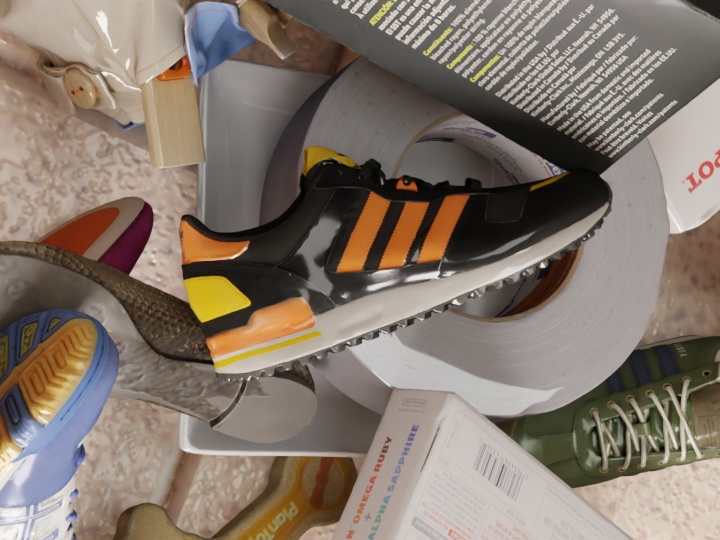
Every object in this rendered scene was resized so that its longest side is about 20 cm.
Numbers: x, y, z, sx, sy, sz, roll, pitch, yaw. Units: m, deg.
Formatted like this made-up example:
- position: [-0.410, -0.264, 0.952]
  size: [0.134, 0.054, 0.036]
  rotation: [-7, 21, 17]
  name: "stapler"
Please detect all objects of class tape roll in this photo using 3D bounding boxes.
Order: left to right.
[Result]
- position: [0.052, -0.023, 0.906]
  size: [0.199, 0.066, 0.201]
  rotation: [3, 80, -18]
  name: "tape roll"

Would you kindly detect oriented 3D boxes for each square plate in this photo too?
- position: [0.000, 0.000, 0.947]
  size: [0.199, 0.028, 0.199]
  rotation: [6, 84, -26]
  name: "square plate"

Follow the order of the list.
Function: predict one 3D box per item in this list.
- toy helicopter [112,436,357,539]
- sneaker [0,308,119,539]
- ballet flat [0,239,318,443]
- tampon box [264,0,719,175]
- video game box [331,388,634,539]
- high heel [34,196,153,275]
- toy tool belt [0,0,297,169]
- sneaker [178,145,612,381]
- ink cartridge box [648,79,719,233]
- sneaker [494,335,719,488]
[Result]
- position: [-0.066, 0.162, 0.899]
  size: [0.200, 0.079, 0.132]
  rotation: [-42, 100, -32]
  name: "toy helicopter"
- position: [-0.154, 0.105, 0.796]
  size: [0.088, 0.075, 0.200]
  rotation: [27, 110, -30]
  name: "sneaker"
- position: [-0.104, 0.029, 0.837]
  size: [0.199, 0.046, 0.067]
  rotation: [22, 121, -33]
  name: "ballet flat"
- position: [0.069, -0.166, 0.816]
  size: [0.199, 0.126, 0.150]
  rotation: [28, 50, -19]
  name: "tampon box"
- position: [0.055, 0.182, 0.859]
  size: [0.200, 0.047, 0.183]
  rotation: [40, 62, -37]
  name: "video game box"
- position: [-0.155, 0.058, 0.872]
  size: [0.200, 0.067, 0.096]
  rotation: [-46, 124, -15]
  name: "high heel"
- position: [-0.071, -0.135, 0.868]
  size: [0.123, 0.125, 0.200]
  rotation: [51, 46, -5]
  name: "toy tool belt"
- position: [0.014, -0.022, 0.812]
  size: [0.199, 0.070, 0.090]
  rotation: [-22, 92, -5]
  name: "sneaker"
- position: [0.155, -0.139, 0.993]
  size: [0.145, 0.084, 0.200]
  rotation: [-38, 104, -20]
  name: "ink cartridge box"
- position: [0.163, 0.074, 0.973]
  size: [0.200, 0.090, 0.067]
  rotation: [-14, 99, -37]
  name: "sneaker"
